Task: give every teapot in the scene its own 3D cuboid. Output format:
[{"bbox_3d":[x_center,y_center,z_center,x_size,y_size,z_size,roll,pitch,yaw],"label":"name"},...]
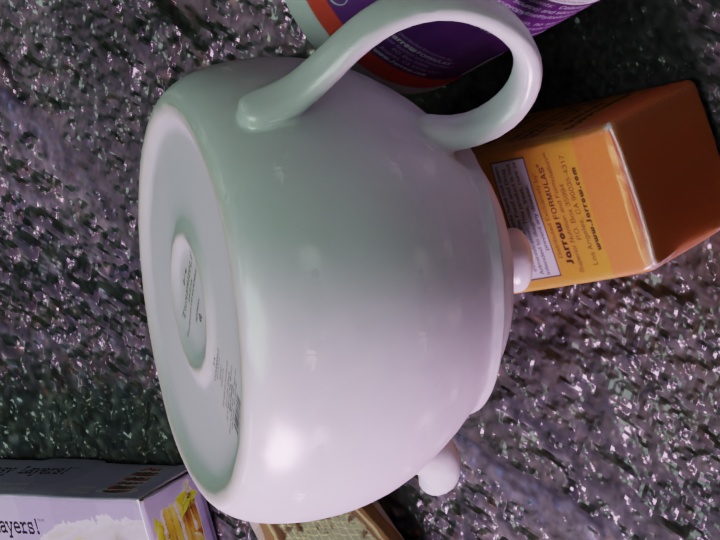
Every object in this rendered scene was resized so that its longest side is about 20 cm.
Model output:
[{"bbox_3d":[0.000,0.000,1.129,0.200,0.145,0.198,167,94,-74],"label":"teapot"}]

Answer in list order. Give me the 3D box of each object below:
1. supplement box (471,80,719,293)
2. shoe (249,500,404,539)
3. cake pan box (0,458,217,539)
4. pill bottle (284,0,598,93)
[{"bbox_3d":[0.058,-0.027,1.208,0.200,0.066,0.069,-12,101,45],"label":"supplement box"},{"bbox_3d":[-0.016,0.124,1.370,0.070,0.053,0.201,-28,95,14],"label":"shoe"},{"bbox_3d":[-0.144,0.194,1.518,0.199,0.052,0.185,-1,107,43],"label":"cake pan box"},{"bbox_3d":[0.062,-0.152,1.109,0.200,0.112,0.113,-27,91,46],"label":"pill bottle"}]
